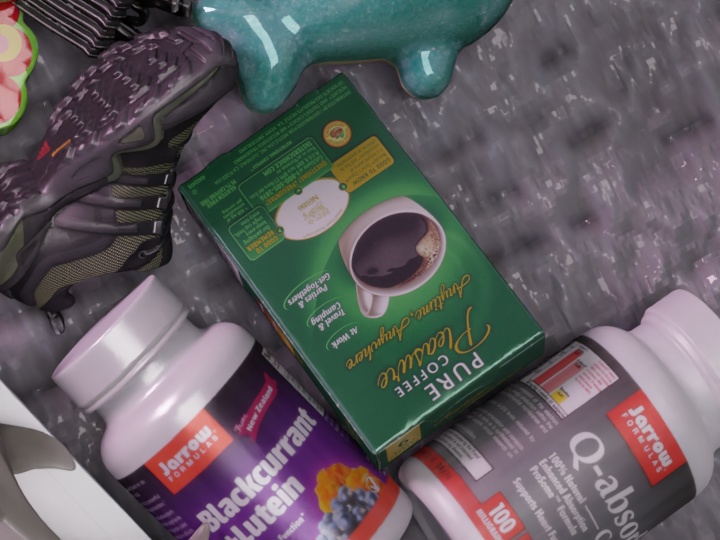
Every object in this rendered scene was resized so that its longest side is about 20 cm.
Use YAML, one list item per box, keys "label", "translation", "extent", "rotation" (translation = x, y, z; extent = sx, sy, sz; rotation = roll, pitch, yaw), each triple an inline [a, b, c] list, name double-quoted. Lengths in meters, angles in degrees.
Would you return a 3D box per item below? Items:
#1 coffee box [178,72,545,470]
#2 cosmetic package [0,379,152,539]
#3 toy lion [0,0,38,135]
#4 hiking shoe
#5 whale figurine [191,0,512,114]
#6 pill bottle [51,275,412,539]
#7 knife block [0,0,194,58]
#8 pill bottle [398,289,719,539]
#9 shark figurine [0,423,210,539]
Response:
- label: "coffee box"
  translation: [0.000, 0.000, 1.508]
  extent: [0.123, 0.044, 0.200]
  rotation: [-36, 73, -10]
- label: "cosmetic package"
  translation: [-0.227, 0.144, 1.497]
  extent: [0.151, 0.052, 0.200]
  rotation: [-43, 98, -6]
- label: "toy lion"
  translation: [-0.287, -0.106, 1.485]
  extent: [0.199, 0.069, 0.193]
  rotation: [16, 80, -10]
- label: "hiking shoe"
  translation: [-0.132, -0.053, 1.491]
  extent: [0.200, 0.076, 0.101]
  rotation: [-40, 129, 15]
- label: "whale figurine"
  translation: [0.005, -0.169, 1.500]
  extent: [0.199, 0.104, 0.160]
  rotation: [-31, 89, -22]
- label: "pill bottle"
  translation: [-0.075, 0.101, 1.495]
  extent: [0.200, 0.111, 0.111]
  rotation: [45, 82, -8]
- label: "knife block"
  translation: [-0.179, -0.212, 1.494]
  extent: [0.175, 0.064, 0.201]
  rotation: [-14, 69, -33]
- label: "pill bottle"
  translation: [0.131, 0.105, 1.532]
  extent: [0.199, 0.116, 0.116]
  rotation: [-35, 96, -9]
- label: "shark figurine"
  translation: [-0.176, 0.122, 1.395]
  extent: [0.214, 0.090, 0.128]
  rotation: [42, 75, 4]
